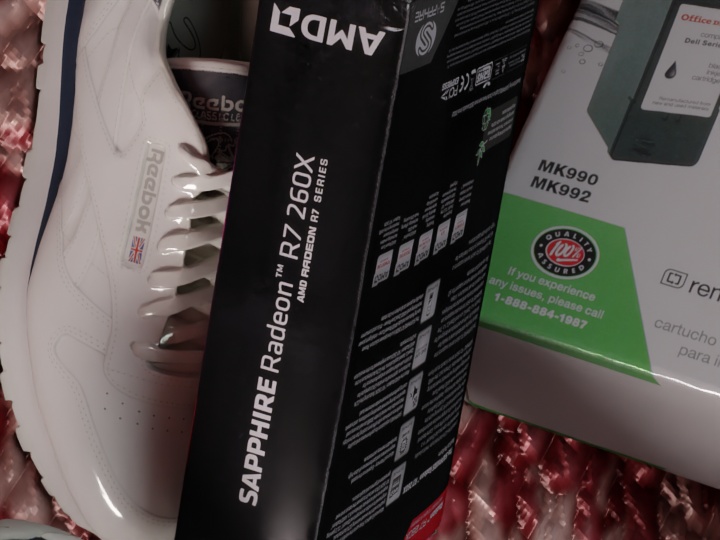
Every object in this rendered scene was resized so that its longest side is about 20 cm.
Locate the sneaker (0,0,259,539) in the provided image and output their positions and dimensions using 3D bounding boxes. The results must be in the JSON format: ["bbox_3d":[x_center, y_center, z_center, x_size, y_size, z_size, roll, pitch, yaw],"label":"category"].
[{"bbox_3d":[-0.059,-0.013,0.876,0.076,0.080,0.201,2,87,-40],"label":"sneaker"}]

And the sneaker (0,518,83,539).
[{"bbox_3d":[-0.054,0.156,0.800,0.076,0.088,0.200,-37,104,-6],"label":"sneaker"}]

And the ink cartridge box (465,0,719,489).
[{"bbox_3d":[0.133,-0.034,0.981,0.084,0.145,0.201,73,38,-62],"label":"ink cartridge box"}]

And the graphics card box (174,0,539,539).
[{"bbox_3d":[0.000,0.000,0.867,0.125,0.051,0.201,-31,134,-63],"label":"graphics card box"}]
